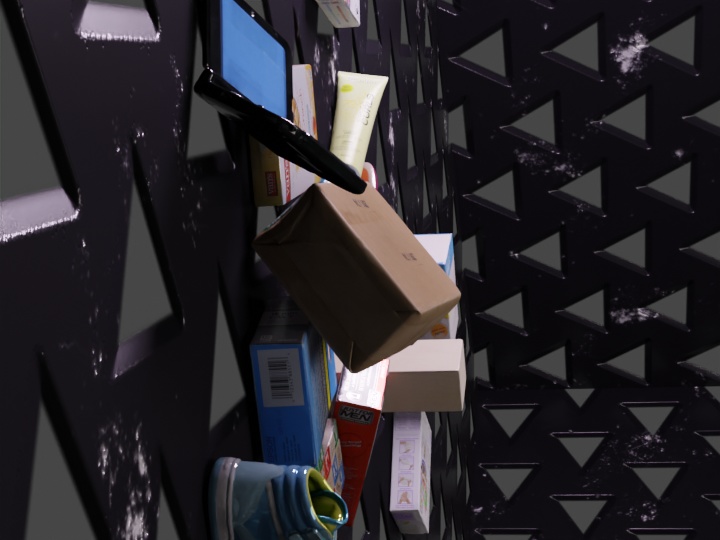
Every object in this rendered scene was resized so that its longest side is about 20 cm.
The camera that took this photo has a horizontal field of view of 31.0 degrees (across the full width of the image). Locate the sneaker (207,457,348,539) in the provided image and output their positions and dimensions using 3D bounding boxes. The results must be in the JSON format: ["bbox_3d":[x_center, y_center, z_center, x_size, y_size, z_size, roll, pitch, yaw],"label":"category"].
[{"bbox_3d":[-0.071,0.274,1.245,0.080,0.128,0.203,-74,160,-64],"label":"sneaker"}]

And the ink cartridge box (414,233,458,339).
[{"bbox_3d":[0.104,0.053,2.304,0.126,0.126,0.203,-71,157,-62],"label":"ink cartridge box"}]

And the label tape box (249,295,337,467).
[{"bbox_3d":[-0.073,0.111,1.458,0.200,0.062,0.147,-76,162,-70],"label":"label tape box"}]

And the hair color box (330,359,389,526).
[{"bbox_3d":[-0.014,0.213,1.638,0.102,0.060,0.202,-77,179,-54],"label":"hair color box"}]

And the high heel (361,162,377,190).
[{"bbox_3d":[-0.006,-0.050,1.862,0.096,0.066,0.203,53,50,-56],"label":"high heel"}]

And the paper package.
[{"bbox_3d":[0.000,0.000,1.445,0.191,0.103,0.200,50,18,7],"label":"paper package"}]

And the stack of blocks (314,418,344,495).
[{"bbox_3d":[-0.067,0.248,1.483,0.201,0.058,0.117,-72,157,-63],"label":"stack of blocks"}]

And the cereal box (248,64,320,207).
[{"bbox_3d":[-0.087,-0.159,1.494,0.200,0.039,0.146,-52,139,-75],"label":"cereal box"}]

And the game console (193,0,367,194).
[{"bbox_3d":[-0.072,-0.182,1.287,0.118,0.174,0.200,-62,154,-1],"label":"game console"}]

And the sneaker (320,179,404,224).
[{"bbox_3d":[0.013,-0.063,1.765,0.200,0.080,0.077,42,64,-35],"label":"sneaker"}]

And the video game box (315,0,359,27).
[{"bbox_3d":[-0.038,-0.464,1.827,0.182,0.046,0.204,36,52,-80],"label":"video game box"}]

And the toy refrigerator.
[{"bbox_3d":[0.036,0.140,1.691,0.076,0.196,0.071,-76,160,-60],"label":"toy refrigerator"}]

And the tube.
[{"bbox_3d":[-0.011,-0.214,1.883,0.058,0.052,0.202,34,48,-28],"label":"tube"}]

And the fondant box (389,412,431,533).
[{"bbox_3d":[0.094,0.367,2.396,0.145,0.057,0.203,70,20,-61],"label":"fondant box"}]
